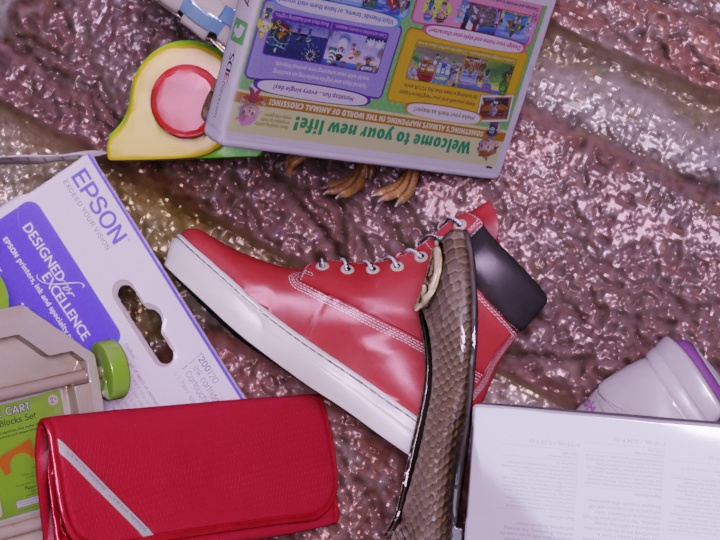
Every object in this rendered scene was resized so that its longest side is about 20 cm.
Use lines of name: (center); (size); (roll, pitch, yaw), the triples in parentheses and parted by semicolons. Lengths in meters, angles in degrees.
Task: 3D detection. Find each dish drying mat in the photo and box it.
dish drying mat: (-0.085, 0.109, 0.820); (0.018, 0.199, 0.078); (-17, 79, 42)

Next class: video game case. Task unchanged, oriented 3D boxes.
video game case: (0.025, -0.144, 0.813); (0.022, 0.199, 0.184); (34, 113, 46)

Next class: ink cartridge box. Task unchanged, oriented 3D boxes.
ink cartridge box: (-0.178, 0.072, 0.841); (0.199, 0.043, 0.199); (-37, 105, -25)

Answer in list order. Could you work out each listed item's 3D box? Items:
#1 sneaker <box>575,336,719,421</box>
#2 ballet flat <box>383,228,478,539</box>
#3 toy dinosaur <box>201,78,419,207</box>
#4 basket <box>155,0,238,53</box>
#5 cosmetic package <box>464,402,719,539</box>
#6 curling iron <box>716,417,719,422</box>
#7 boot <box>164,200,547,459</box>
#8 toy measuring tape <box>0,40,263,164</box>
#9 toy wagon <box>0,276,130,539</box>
sneaker: (0.188, 0.142, 0.841); (0.099, 0.075, 0.201); (-30, 72, 9)
ballet flat: (0.036, 0.078, 0.814); (0.046, 0.067, 0.203); (4, 92, 4)
toy dinosaur: (0.011, -0.097, 0.879); (0.198, 0.060, 0.107); (-18, 114, -24)
basket: (-0.040, -0.222, 0.860); (0.138, 0.176, 0.201); (28, 101, -2)
cosmetic package: (0.151, 0.150, 0.776); (0.198, 0.052, 0.153); (4, 87, 11)
curling iron: (0.260, 0.025, 0.831); (0.199, 0.049, 0.026); (-36, 106, -18)
boot: (0.000, 0.000, 0.876); (0.199, 0.072, 0.145); (32, 87, 1)
toy measuring tape: (-0.137, -0.098, 0.895); (0.197, 0.074, 0.074); (-2, 82, -1)
toy wagon: (-0.192, 0.077, 0.786); (0.154, 0.039, 0.202); (-12, 93, -30)
